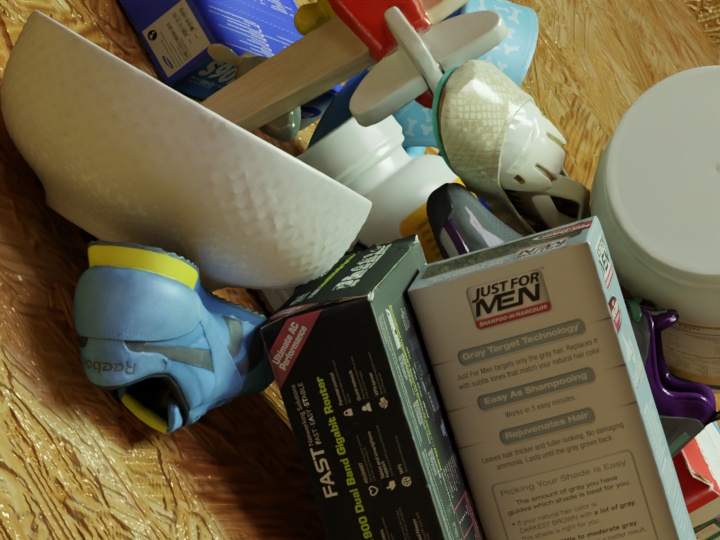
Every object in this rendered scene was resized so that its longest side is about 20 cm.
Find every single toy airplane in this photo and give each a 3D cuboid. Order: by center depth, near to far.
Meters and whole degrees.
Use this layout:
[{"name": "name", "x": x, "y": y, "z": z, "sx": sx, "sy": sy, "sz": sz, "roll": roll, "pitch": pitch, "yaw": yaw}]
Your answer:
[{"name": "toy airplane", "x": 0.014, "y": -0.149, "z": 1.701, "sx": 0.141, "sy": 0.199, "sz": 0.200, "roll": 61, "pitch": 41, "yaw": -63}]

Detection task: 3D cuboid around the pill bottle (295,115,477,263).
[{"name": "pill bottle", "x": 0.034, "y": 0.003, "z": 1.753, "sx": 0.201, "sy": 0.112, "sz": 0.113, "roll": 54, "pitch": 16, "yaw": -3}]

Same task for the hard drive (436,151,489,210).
[{"name": "hard drive", "x": 0.113, "y": 0.003, "z": 1.960, "sx": 0.200, "sy": 0.025, "sz": 0.132, "roll": 53, "pitch": -28, "yaw": 13}]

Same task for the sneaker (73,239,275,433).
[{"name": "sneaker", "x": -0.091, "y": 0.046, "z": 1.432, "sx": 0.200, "sy": 0.065, "sz": 0.079, "roll": 40, "pitch": 56, "yaw": -69}]

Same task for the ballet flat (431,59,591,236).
[{"name": "ballet flat", "x": 0.095, "y": -0.060, "z": 1.652, "sx": 0.062, "sy": 0.068, "sz": 0.200, "roll": 15, "pitch": -16, "yaw": 22}]

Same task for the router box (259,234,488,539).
[{"name": "router box", "x": 0.019, "y": 0.096, "z": 1.514, "sx": 0.150, "sy": 0.062, "sz": 0.201, "roll": -44, "pitch": 118, "yaw": -74}]

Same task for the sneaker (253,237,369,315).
[{"name": "sneaker", "x": 0.000, "y": 0.000, "z": 1.662, "sx": 0.201, "sy": 0.108, "sz": 0.070, "roll": 62, "pitch": 18, "yaw": 15}]

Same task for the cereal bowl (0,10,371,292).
[{"name": "cereal bowl", "x": -0.098, "y": -0.047, "z": 1.465, "sx": 0.199, "sy": 0.084, "sz": 0.200, "roll": 31, "pitch": 0, "yaw": 0}]

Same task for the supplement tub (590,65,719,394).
[{"name": "supplement tub", "x": 0.207, "y": -0.023, "z": 1.685, "sx": 0.145, "sy": 0.144, "sz": 0.200, "roll": 62, "pitch": -2, "yaw": 21}]

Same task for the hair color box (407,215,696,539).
[{"name": "hair color box", "x": 0.103, "y": 0.084, "z": 1.518, "sx": 0.061, "sy": 0.098, "sz": 0.201, "roll": -55, "pitch": 128, "yaw": -73}]

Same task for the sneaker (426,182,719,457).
[{"name": "sneaker", "x": 0.121, "y": 0.020, "z": 1.620, "sx": 0.200, "sy": 0.087, "sz": 0.074, "roll": 53, "pitch": 15, "yaw": -6}]

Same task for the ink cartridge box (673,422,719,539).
[{"name": "ink cartridge box", "x": 0.185, "y": 0.113, "z": 1.853, "sx": 0.117, "sy": 0.067, "sz": 0.200, "roll": 66, "pitch": 12, "yaw": 23}]

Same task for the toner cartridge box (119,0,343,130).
[{"name": "toner cartridge box", "x": -0.082, "y": -0.149, "z": 1.838, "sx": 0.095, "sy": 0.043, "sz": 0.200, "roll": 62, "pitch": 17, "yaw": 16}]

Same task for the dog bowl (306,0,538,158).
[{"name": "dog bowl", "x": 0.031, "y": -0.102, "z": 1.828, "sx": 0.049, "sy": 0.200, "sz": 0.112, "roll": 30, "pitch": 46, "yaw": -19}]
